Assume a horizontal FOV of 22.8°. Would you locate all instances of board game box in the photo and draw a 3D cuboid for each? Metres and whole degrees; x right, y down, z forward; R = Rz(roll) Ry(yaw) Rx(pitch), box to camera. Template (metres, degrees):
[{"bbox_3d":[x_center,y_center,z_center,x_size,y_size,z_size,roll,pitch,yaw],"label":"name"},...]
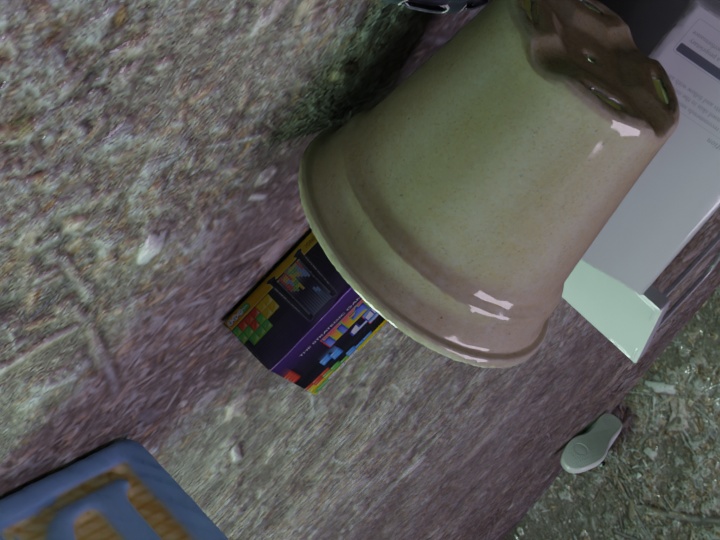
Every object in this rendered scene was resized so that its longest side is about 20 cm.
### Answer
[{"bbox_3d":[0.000,0.000,1.377,0.200,0.057,0.165,-46,167,1],"label":"board game box"}]

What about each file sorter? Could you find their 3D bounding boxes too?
[{"bbox_3d":[0.218,-0.048,1.565,0.124,0.200,0.139,-43,165,-14],"label":"file sorter"}]

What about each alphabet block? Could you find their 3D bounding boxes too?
[{"bbox_3d":[-0.205,0.277,1.291,0.196,0.195,0.201,-21,151,-54],"label":"alphabet block"}]

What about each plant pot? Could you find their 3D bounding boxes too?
[{"bbox_3d":[0.093,-0.075,1.112,0.184,0.201,0.200,-48,166,32],"label":"plant pot"}]

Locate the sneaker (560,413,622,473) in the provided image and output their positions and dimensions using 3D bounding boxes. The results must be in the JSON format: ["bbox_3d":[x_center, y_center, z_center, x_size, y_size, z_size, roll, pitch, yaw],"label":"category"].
[{"bbox_3d":[0.450,0.379,3.579,0.200,0.074,0.119,-33,155,-47],"label":"sneaker"}]

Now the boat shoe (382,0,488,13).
[{"bbox_3d":[0.049,-0.181,1.010,0.066,0.075,0.199,-23,-170,23],"label":"boat shoe"}]

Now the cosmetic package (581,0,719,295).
[{"bbox_3d":[0.205,-0.129,1.291,0.200,0.122,0.200,-51,-159,25],"label":"cosmetic package"}]
